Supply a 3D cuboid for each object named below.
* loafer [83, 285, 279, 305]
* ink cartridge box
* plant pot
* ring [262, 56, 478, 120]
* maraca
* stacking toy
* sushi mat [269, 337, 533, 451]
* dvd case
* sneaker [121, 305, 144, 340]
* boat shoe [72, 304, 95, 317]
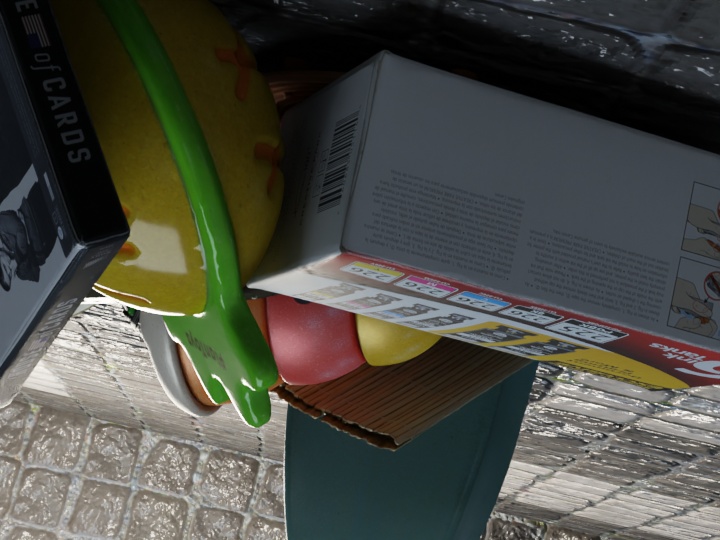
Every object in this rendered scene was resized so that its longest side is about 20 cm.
[{"bbox_3d":[-0.106,-0.018,0.968,0.200,0.068,0.076,-1,177,-18],"label":"loafer"},{"bbox_3d":[0.064,-0.011,0.919,0.200,0.084,0.176,15,170,-16],"label":"ink cartridge box"},{"bbox_3d":[0.025,0.107,1.404,0.141,0.200,0.141,11,170,13],"label":"plant pot"},{"bbox_3d":[0.040,-0.060,0.979,0.200,0.019,0.200,13,171,2],"label":"ring"},{"bbox_3d":[-0.079,-0.032,0.865,0.107,0.200,0.137,-23,-162,-14],"label":"maraca"},{"bbox_3d":[0.000,0.000,1.084,0.200,0.146,0.146,-1,167,13],"label":"stacking toy"},{"bbox_3d":[0.039,0.042,1.191,0.096,0.012,0.200,24,-148,29],"label":"sushi mat"},{"bbox_3d":[-0.145,-0.043,0.827,0.025,0.150,0.200,-15,166,-26],"label":"dvd case"},{"bbox_3d":[-0.131,-0.002,1.328,0.200,0.085,0.078,20,168,-23],"label":"sneaker"},{"bbox_3d":[-0.189,-0.011,1.246,0.200,0.074,0.069,-30,124,23],"label":"boat shoe"}]
